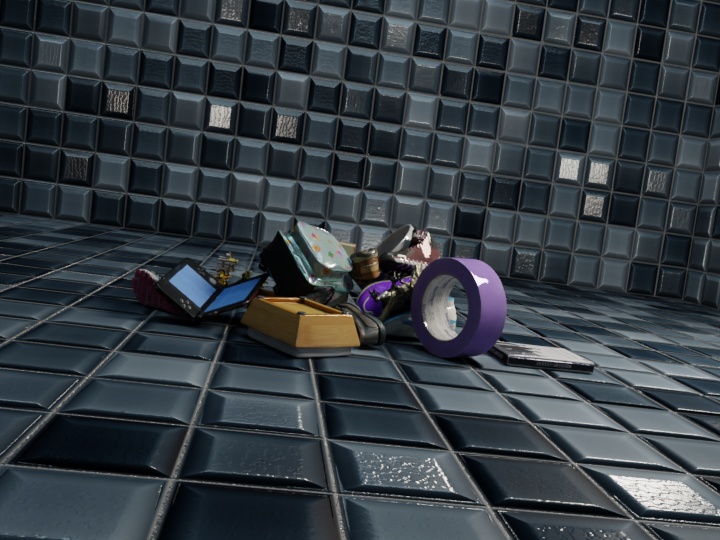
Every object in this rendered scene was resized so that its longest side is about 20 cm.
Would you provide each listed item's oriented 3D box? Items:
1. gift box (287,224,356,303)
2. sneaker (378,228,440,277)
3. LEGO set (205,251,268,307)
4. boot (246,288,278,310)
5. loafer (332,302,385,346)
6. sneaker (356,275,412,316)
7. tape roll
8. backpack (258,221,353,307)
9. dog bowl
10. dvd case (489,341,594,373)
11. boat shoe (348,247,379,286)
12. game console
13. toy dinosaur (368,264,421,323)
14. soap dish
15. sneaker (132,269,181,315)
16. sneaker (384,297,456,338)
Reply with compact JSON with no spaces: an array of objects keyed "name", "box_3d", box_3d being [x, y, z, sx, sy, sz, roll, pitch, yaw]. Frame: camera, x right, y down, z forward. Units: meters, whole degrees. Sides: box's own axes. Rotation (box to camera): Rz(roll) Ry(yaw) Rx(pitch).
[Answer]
[{"name":"gift box","box_3d":[-0.110,-0.009,1.888,0.182,0.190,0.200,9,-1,1]},{"name":"sneaker","box_3d":[0.113,-0.047,1.745,0.197,0.119,0.075,14,-25,-42]},{"name":"LEGO set","box_3d":[-0.302,0.018,1.859,0.150,0.119,0.200,8,6,0]},{"name":"boot","box_3d":[-0.175,0.086,1.674,0.151,0.079,0.200,12,-2,-2]},{"name":"loafer","box_3d":[-0.025,0.112,1.574,0.062,0.074,0.198,-5,12,-34]},{"name":"sneaker","box_3d":[0.087,0.055,1.659,0.196,0.071,0.099,-18,12,-23]},{"name":"tape roll","box_3d":[0.200,0.077,1.543,0.084,0.206,0.198,4,7,-41]},{"name":"backpack","box_3d":[-0.105,-0.004,1.648,0.177,0.153,0.199,53,14,28]},{"name":"dog bowl","box_3d":[0.075,-0.019,1.870,0.079,0.199,0.200,48,-3,-11]},{"name":"dvd case","box_3d":[0.385,0.186,1.623,0.195,0.025,0.150,8,5,-10]},{"name":"boat shoe","box_3d":[0.000,0.000,1.716,0.074,0.076,0.200,-16,-2,-9]},{"name":"game console","box_3d":[-0.307,0.021,1.564,0.172,0.119,0.200,41,17,-6]},{"name":"toy dinosaur","box_3d":[0.065,0.054,1.578,0.047,0.200,0.089,32,-16,42]},{"name":"soap dish","box_3d":[-0.116,0.105,1.439,0.155,0.083,0.198,3,8,-40]},{"name":"sneaker","box_3d":[-0.421,0.048,1.650,0.196,0.076,0.087,17,10,32]},{"name":"sneaker","box_3d":[0.126,0.122,1.678,0.195,0.083,0.076,-14,10,-10]}]
